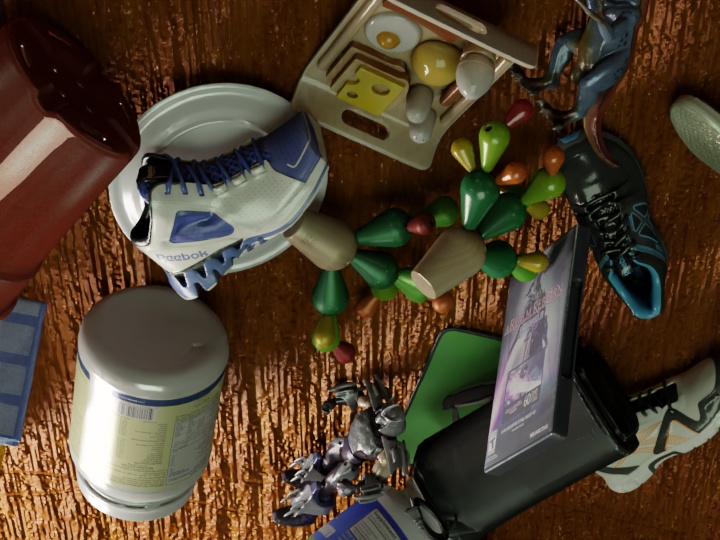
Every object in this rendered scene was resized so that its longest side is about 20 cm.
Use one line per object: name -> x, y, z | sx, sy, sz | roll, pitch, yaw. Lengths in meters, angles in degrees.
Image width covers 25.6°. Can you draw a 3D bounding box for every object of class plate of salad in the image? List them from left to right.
plate of salad -> -0.129, -0.085, 1.435 | 0.198, 0.048, 0.201 | -7, 126, -10

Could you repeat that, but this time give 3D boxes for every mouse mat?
mouse mat -> 0.128, 0.145, 1.652 | 0.160, 0.008, 0.201 | 13, 128, -12

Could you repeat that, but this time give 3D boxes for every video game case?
video game case -> 0.160, 0.074, 1.443 | 0.019, 0.202, 0.143 | 16, 155, -15

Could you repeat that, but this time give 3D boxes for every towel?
towel -> -0.409, 0.084, 1.518 | 0.198, 0.148, 0.024 | 9, 172, -1

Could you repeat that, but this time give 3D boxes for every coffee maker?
coffee maker -> 0.164, 0.180, 1.556 | 0.199, 0.192, 0.135 | -35, 106, 22

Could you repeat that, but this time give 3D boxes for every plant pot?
plant pot -> -0.302, -0.093, 1.335 | 0.195, 0.201, 0.201 | -39, 120, 18

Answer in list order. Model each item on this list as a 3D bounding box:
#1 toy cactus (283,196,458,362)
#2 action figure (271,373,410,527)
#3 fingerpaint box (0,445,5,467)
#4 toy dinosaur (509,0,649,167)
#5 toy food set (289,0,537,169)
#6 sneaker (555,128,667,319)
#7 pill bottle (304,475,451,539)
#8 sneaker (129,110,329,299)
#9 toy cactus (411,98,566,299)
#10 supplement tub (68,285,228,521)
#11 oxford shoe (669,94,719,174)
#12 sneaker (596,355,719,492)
toy cactus -> 0.000, 0.000, 1.460 | 0.164, 0.103, 0.200 | 29, 127, -30
action figure -> -0.014, 0.189, 1.617 | 0.069, 0.131, 0.200 | 18, 136, -27
fingerpaint box -> -0.474, 0.149, 1.603 | 0.198, 0.074, 0.168 | 0, 129, 0
toy dinosaur -> 0.206, -0.211, 1.327 | 0.181, 0.105, 0.199 | -43, 139, 17
toy food set -> 0.040, -0.159, 1.334 | 0.143, 0.061, 0.200 | 22, 149, -17
sneaker -> 0.238, -0.043, 1.452 | 0.073, 0.082, 0.200 | -22, 125, 20
pill bottle -> 0.015, 0.293, 1.638 | 0.199, 0.112, 0.113 | -36, 128, -13
sneaker -> -0.128, -0.068, 1.367 | 0.199, 0.081, 0.115 | -41, 126, 18
toy cactus -> 0.106, -0.045, 1.380 | 0.165, 0.102, 0.201 | -41, 152, -19
supplement tub -> -0.209, 0.132, 1.547 | 0.144, 0.146, 0.201 | 8, 129, -7
oxford shoe -> 0.361, -0.104, 1.424 | 0.199, 0.075, 0.058 | 32, 81, -15
sneaker -> 0.299, 0.152, 1.619 | 0.080, 0.074, 0.200 | 31, 122, -21
